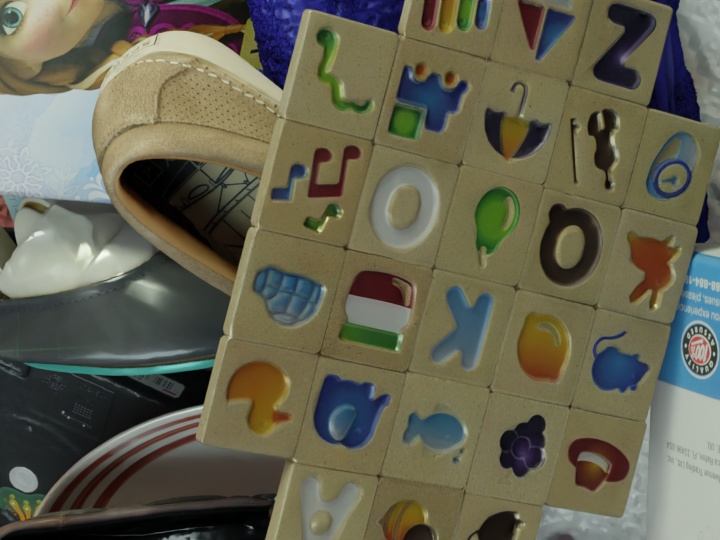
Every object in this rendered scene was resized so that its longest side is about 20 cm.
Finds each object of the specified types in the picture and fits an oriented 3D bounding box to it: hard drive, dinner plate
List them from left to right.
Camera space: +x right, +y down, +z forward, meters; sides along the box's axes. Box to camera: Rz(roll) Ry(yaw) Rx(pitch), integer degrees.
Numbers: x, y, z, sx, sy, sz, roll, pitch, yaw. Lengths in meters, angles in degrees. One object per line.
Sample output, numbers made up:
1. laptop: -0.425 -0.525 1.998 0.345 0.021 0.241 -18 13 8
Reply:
1. hard drive: -0.140 0.098 1.097 0.139 0.038 0.200 23 127 5
2. dinner plate: -0.034 0.115 1.046 0.200 0.024 0.200 -2 133 -3

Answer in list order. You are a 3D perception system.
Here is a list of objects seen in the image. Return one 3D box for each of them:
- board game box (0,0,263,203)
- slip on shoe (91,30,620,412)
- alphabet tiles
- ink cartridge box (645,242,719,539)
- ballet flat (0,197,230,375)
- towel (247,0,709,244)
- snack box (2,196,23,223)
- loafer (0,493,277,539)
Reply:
1. board game box: -0.094 -0.119 0.874 0.199 0.041 0.200 4 117 -4
2. slip on shoe: 0.000 0.000 0.842 0.200 0.061 0.076 38 115 -19
3. alphabet tiles: 0.035 0.002 0.825 0.006 0.166 0.201 19 96 56
4. ink cartridge box: 0.164 0.097 0.861 0.145 0.084 0.201 17 107 61
5. ballet flat: -0.126 0.000 0.959 0.200 0.073 0.073 -1 122 29
6. towel: 0.042 -0.069 0.866 0.147 0.050 0.200 -16 122 -9
7. snack box: -0.086 -0.063 0.966 0.116 0.037 0.200 -9 118 25
8. loafer: -0.045 0.116 0.975 0.199 0.072 0.063 -2 156 2
